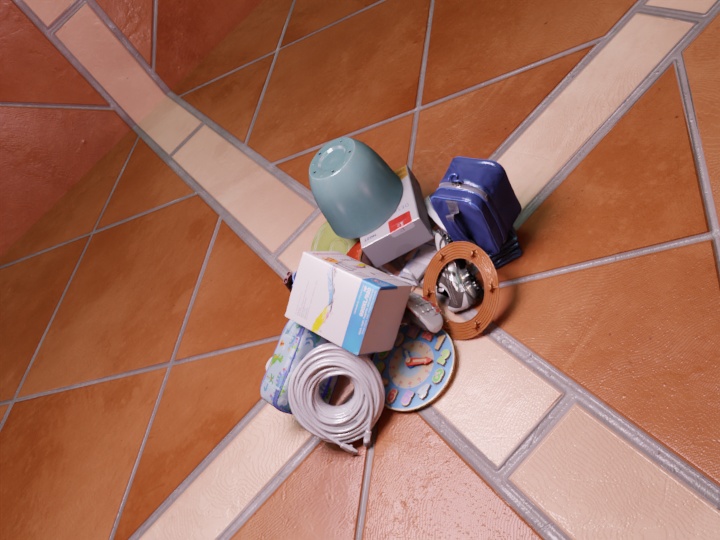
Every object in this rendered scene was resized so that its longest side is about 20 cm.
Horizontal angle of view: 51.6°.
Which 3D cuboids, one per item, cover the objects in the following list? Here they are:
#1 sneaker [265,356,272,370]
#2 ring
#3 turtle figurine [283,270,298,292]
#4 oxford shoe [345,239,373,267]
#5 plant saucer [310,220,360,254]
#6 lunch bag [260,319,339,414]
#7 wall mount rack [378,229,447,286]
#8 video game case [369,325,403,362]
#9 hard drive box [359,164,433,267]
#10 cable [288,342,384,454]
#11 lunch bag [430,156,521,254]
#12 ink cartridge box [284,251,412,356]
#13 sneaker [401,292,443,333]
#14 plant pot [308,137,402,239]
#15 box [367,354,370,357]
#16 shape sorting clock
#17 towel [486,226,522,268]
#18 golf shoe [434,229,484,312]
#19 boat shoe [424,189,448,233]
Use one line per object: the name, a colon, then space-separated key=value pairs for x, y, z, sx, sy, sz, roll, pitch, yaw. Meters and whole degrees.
sneaker: x=-0.161 y=0.193 z=1.725 sx=0.198 sy=0.080 sz=0.072 roll=-26 pitch=49 yaw=38
ring: x=0.202 y=0.041 z=1.545 sx=0.198 sy=0.019 sz=0.206 roll=-3 pitch=86 yaw=44
turtle figurine: x=-0.093 y=0.081 z=1.753 sx=0.145 sy=0.197 sz=0.196 roll=59 pitch=137 yaw=33
oxford shoe: x=0.000 y=0.000 z=1.705 sx=0.071 sy=0.072 sz=0.202 roll=-40 pitch=23 yaw=30
plant saucer: x=-0.048 y=-0.049 z=1.842 sx=0.196 sy=0.031 sz=0.205 roll=-6 pitch=77 yaw=28
lunch bag: x=-0.113 y=0.211 z=1.604 sx=0.082 sy=0.159 sz=0.204 roll=18 pitch=83 yaw=49
wall mount rack: x=0.106 y=-0.043 z=1.745 sx=0.172 sy=0.075 sz=0.201 roll=19 pitch=66 yaw=50
video game case: x=0.002 y=0.141 z=1.698 sx=0.181 sy=0.026 sz=0.199 roll=-49 pitch=40 yaw=-10
hard drive box: x=0.074 y=-0.128 z=1.738 sx=0.154 sy=0.077 sz=0.202 roll=-27 pitch=41 yaw=16
cable: x=-0.047 y=0.247 z=1.507 sx=0.069 sy=0.196 sz=0.204 roll=-66 pitch=-2 yaw=-78
lunch bag: x=0.236 y=-0.132 z=1.545 sx=0.134 sy=0.200 sz=0.134 roll=13 pitch=64 yaw=40
ink cartridge box: x=-0.026 y=0.062 z=1.521 sx=0.197 sy=0.146 sz=0.148 roll=24 pitch=103 yaw=29
sneaker: x=0.095 y=0.089 z=1.587 sx=0.199 sy=0.076 sz=0.083 roll=38 pitch=118 yaw=40
plant pot: x=-0.025 y=-0.204 z=1.701 sx=0.197 sy=0.161 sz=0.203 roll=-22 pitch=42 yaw=21
box: x=0.017 y=0.131 z=1.645 sx=0.038 sy=0.042 sz=0.203 roll=-1 pitch=53 yaw=37
shape sorting clock: x=0.105 y=0.195 z=1.545 sx=0.196 sy=0.039 sz=0.203 roll=-19 pitch=46 yaw=21
towel: x=0.283 y=-0.090 z=1.664 sx=0.110 sy=0.049 sz=0.202 roll=-30 pitch=40 yaw=14
golf shoe: x=0.189 y=0.000 z=1.620 sx=0.094 sy=0.077 sz=0.202 roll=-38 pitch=49 yaw=20
boat shoe: x=0.201 y=-0.143 z=1.742 sx=0.066 sy=0.070 sz=0.201 roll=-48 pitch=18 yaw=14
